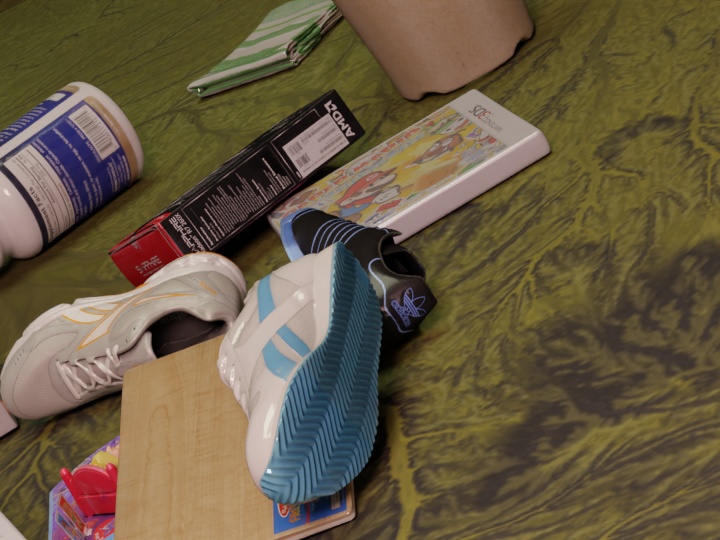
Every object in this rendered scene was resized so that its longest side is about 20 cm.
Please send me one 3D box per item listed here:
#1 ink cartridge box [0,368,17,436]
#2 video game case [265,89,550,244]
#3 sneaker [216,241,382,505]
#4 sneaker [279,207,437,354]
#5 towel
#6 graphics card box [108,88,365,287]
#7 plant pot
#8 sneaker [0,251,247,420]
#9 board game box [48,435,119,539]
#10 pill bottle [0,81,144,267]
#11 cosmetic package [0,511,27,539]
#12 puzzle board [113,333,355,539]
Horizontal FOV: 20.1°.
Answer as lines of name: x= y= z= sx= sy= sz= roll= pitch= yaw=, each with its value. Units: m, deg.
ink cartridge box: x=-0.377 y=0.120 z=1.576 sx=0.200 sy=0.084 sz=0.146 roll=-31 pitch=19 yaw=-5
video game case: x=0.031 y=-0.067 z=1.556 sx=0.200 sy=0.023 sz=0.182 roll=-31 pitch=19 yaw=-3
sneaker: x=-0.040 y=0.068 z=1.177 sx=0.081 sy=0.077 sz=0.200 roll=-23 pitch=28 yaw=22
sneaker: x=0.000 y=0.000 z=1.370 sx=0.078 sy=0.070 sz=0.200 roll=-30 pitch=27 yaw=3
towel: x=-0.086 y=-0.253 z=2.181 sx=0.152 sy=0.023 sz=0.200 roll=-16 pitch=24 yaw=37
graphics card box: x=-0.101 y=-0.064 z=1.659 sx=0.200 sy=0.051 sz=0.125 roll=-41 pitch=8 yaw=-26
plant pot: x=0.052 y=-0.257 z=1.752 sx=0.200 sy=0.184 sz=0.200 roll=-26 pitch=20 yaw=10
sneaker: x=-0.175 y=0.057 z=1.470 sx=0.200 sy=0.076 sz=0.092 roll=-29 pitch=24 yaw=7
board game box: x=-0.142 y=0.118 z=1.313 sx=0.158 sy=0.039 sz=0.200 roll=-29 pitch=20 yaw=2
pill bottle: x=-0.315 y=-0.083 z=1.945 sx=0.200 sy=0.116 sz=0.116 roll=-39 pitch=21 yaw=-26
cosmetic package: x=-0.244 y=0.195 z=1.226 sx=0.102 sy=0.074 sz=0.200 roll=-34 pitch=18 yaw=-14
puzzle board: x=-0.076 y=0.105 z=1.224 sx=0.151 sy=0.017 sz=0.200 roll=-20 pitch=36 yaw=11
